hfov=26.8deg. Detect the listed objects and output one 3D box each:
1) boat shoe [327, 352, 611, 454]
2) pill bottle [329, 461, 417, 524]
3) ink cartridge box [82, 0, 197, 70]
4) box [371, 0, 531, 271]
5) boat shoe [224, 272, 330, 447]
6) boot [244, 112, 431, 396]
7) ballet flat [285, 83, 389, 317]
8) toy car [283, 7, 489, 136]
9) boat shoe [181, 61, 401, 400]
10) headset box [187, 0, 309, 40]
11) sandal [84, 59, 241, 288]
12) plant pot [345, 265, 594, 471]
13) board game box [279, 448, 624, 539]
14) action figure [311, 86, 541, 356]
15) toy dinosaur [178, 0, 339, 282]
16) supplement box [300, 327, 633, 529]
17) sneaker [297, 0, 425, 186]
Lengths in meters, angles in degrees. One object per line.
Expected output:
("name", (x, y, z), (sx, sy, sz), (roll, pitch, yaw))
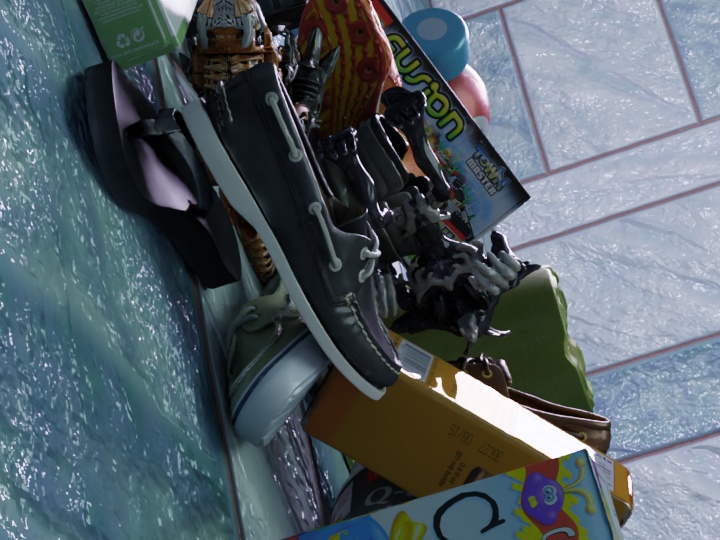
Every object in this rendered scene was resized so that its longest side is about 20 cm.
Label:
("boat shoe", (0.074, 0.086, 1.001), (0.198, 0.068, 0.072), (26, 11, -3))
("pill bottle", (0.034, 0.185, 0.966), (0.200, 0.114, 0.117), (-85, 156, -68))
("ink cartridge box", (-0.147, -0.232, 0.857), (0.146, 0.047, 0.202), (-88, 158, -64))
("box", (0.028, -0.102, 1.157), (0.201, 0.110, 0.035), (53, -3, 2))
("boat shoe", (-0.053, 0.049, 0.903), (0.062, 0.072, 0.200), (37, 12, -1))
("boot", (0.000, 0.000, 1.048), (0.068, 0.129, 0.202), (-86, 157, -64))
("ballet flat", (-0.037, -0.053, 1.111), (0.069, 0.070, 0.202), (-96, 167, -75))
("toy car", (0.017, -0.077, 1.234), (0.185, 0.174, 0.202), (79, 13, -53))
("boat shoe", (-0.023, -0.020, 0.835), (0.201, 0.060, 0.074), (58, 5, -14))
("headset box", (-0.090, -0.261, 1.109), (0.174, 0.092, 0.203), (-37, 110, -79))
("sandal", (-0.100, -0.057, 0.833), (0.200, 0.042, 0.077), (54, 21, -64))
("plant pot", (0.083, 0.083, 1.208), (0.200, 0.188, 0.203), (-17, 90, -80))
("board game box", (0.036, 0.170, 0.743), (0.105, 0.198, 0.104), (46, 28, -70))
("action figure", (0.043, -0.010, 0.972), (0.201, 0.118, 0.102), (60, 18, -26))
("toy dinosaur", (-0.076, -0.089, 0.936), (0.136, 0.101, 0.202), (-83, -169, -58))
("supplement box", (0.067, 0.110, 0.925), (0.199, 0.067, 0.069), (31, 17, 3))
("sneaker", (0.003, -0.111, 1.068), (0.077, 0.072, 0.202), (-72, 150, -60))
